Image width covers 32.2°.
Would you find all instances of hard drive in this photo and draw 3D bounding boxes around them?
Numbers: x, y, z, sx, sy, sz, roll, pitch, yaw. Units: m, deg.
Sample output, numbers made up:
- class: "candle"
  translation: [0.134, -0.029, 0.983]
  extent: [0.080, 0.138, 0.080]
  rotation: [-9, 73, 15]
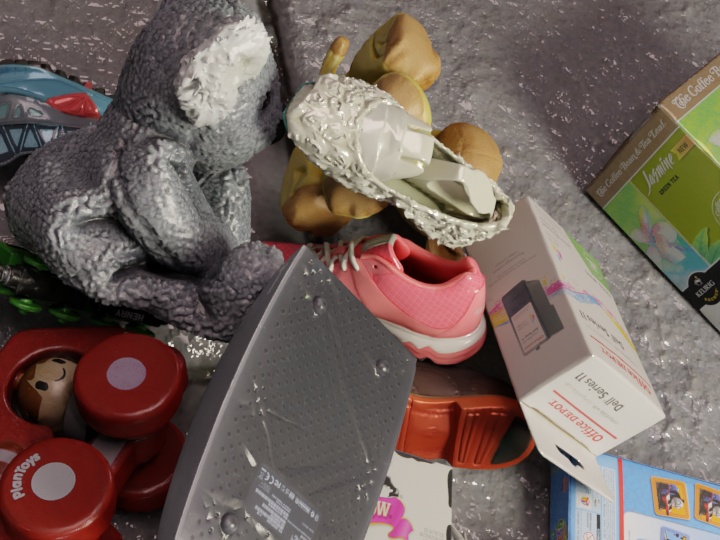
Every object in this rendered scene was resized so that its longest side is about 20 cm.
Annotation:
- class: "hard drive"
  translation: [-0.041, 0.101, 0.738]
  extent: [0.135, 0.042, 0.201]
  rotation: [45, 50, -31]

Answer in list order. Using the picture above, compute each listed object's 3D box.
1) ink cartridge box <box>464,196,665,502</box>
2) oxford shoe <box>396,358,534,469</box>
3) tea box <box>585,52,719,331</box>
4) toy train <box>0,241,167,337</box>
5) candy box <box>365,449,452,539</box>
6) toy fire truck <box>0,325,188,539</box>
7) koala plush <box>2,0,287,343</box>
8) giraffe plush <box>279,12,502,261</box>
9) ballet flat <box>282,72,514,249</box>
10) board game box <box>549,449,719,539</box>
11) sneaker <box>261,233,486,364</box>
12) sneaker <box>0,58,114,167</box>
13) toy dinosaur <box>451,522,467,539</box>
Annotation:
- class: "ink cartridge box"
  translation: [0.155, 0.057, 0.921]
  extent: [0.117, 0.067, 0.201]
  rotation: [36, 29, -42]
- class: "oxford shoe"
  translation: [0.026, 0.099, 0.911]
  extent: [0.198, 0.072, 0.073]
  rotation: [10, 26, -12]
- class: "tea box"
  translation: [0.346, -0.082, 1.105]
  extent: [0.197, 0.134, 0.200]
  rotation: [46, 54, 9]
- class: "toy train"
  translation: [-0.215, 0.006, 0.829]
  extent: [0.199, 0.056, 0.042]
  rotation: [18, 96, -40]
- class: "candy box"
  translation: [-0.029, 0.204, 0.790]
  extent: [0.166, 0.071, 0.202]
  rotation: [20, 54, -23]
- class: "toy fire truck"
  translation: [-0.204, 0.109, 0.777]
  extent: [0.166, 0.113, 0.201]
  rotation: [19, 51, 12]
- class: "koala plush"
  translation: [-0.118, -0.088, 0.804]
  extent: [0.182, 0.201, 0.178]
  rotation: [16, 22, -22]
- class: "giraffe plush"
  translation: [0.036, -0.082, 0.971]
  extent: [0.161, 0.200, 0.174]
  rotation: [28, 87, -24]
- class: "ballet flat"
  translation: [0.037, -0.072, 0.822]
  extent: [0.199, 0.071, 0.072]
  rotation: [28, 45, -45]
- class: "board game box"
  translation: [0.235, 0.226, 0.928]
  extent: [0.198, 0.037, 0.153]
  rotation: [16, 56, -12]
- class: "sneaker"
  translation: [0.000, 0.000, 0.913]
  extent: [0.198, 0.087, 0.074]
  rotation: [12, 44, 6]
- class: "sneaker"
  translation: [-0.189, -0.078, 0.924]
  extent: [0.198, 0.079, 0.096]
  rotation: [20, 81, -18]
- class: "toy dinosaur"
  translation: [0.110, 0.258, 0.823]
  extent: [0.199, 0.077, 0.102]
  rotation: [37, 70, 12]
